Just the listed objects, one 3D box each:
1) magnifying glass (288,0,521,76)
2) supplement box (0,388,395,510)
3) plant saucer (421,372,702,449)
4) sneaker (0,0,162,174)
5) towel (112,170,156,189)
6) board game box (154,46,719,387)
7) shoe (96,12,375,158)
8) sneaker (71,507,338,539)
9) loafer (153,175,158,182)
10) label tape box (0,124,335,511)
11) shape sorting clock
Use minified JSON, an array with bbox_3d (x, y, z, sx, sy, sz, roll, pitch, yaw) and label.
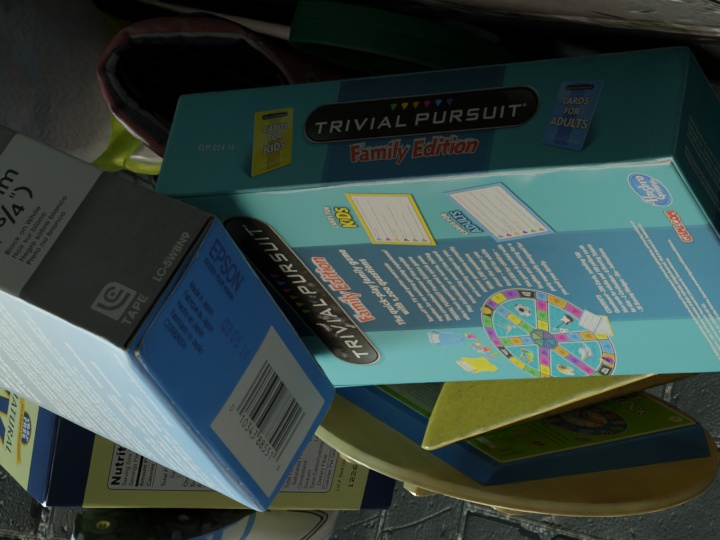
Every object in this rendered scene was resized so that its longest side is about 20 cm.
[{"bbox_3d":[0.049,-0.073,1.029,0.079,0.023,0.199,12,180,40],"label":"magnifying glass"},{"bbox_3d":[-0.102,0.029,1.386,0.198,0.135,0.200,4,-166,-30],"label":"supplement box"},{"bbox_3d":[0.149,0.016,1.124,0.199,0.049,0.199,-12,172,-44],"label":"plant saucer"},{"bbox_3d":[-0.123,-0.080,1.149,0.199,0.076,0.105,12,180,-32],"label":"sneaker"},{"bbox_3d":[-0.180,-0.041,1.157,0.199,0.086,0.166,26,-154,-38],"label":"towel"},{"bbox_3d":[0.048,-0.015,0.965,0.199,0.047,0.151,-3,149,27],"label":"board game box"},{"bbox_3d":[-0.008,-0.045,1.045,0.199,0.072,0.091,25,-170,9],"label":"shoe"},{"bbox_3d":[-0.078,0.142,1.386,0.072,0.073,0.199,20,-166,32],"label":"sneaker"},{"bbox_3d":[-0.040,-0.068,1.340,0.199,0.070,0.075,4,158,-27],"label":"loafer"},{"bbox_3d":[-0.123,0.004,1.008,0.199,0.064,0.144,23,161,28],"label":"label tape box"},{"bbox_3d":[0.068,0.073,1.224,0.198,0.040,0.200,5,-161,-2],"label":"shape sorting clock"}]
